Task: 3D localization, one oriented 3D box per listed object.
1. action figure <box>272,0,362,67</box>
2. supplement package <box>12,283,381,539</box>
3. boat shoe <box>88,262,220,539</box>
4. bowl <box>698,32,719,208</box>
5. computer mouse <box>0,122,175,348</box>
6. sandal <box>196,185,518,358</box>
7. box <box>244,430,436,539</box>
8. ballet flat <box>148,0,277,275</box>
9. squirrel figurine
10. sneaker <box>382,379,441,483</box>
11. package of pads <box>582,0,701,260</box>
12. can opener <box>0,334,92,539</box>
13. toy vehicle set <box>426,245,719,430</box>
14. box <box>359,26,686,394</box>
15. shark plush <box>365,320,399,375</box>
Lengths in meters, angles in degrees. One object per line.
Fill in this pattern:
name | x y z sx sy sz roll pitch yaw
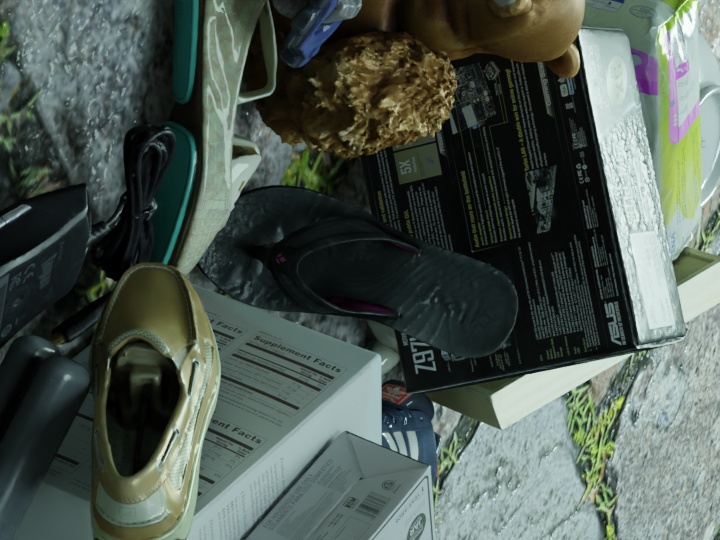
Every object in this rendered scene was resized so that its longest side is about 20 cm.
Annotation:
action figure | -0.020 -0.214 1.507 0.200 0.105 0.193 -49 155 17
supplement package | -0.102 0.133 1.597 0.200 0.150 0.153 -39 139 -44
boat shoe | -0.110 0.057 1.485 0.201 0.071 0.076 -96 -179 -47
bowl | 0.214 -0.099 2.080 0.201 0.090 0.202 -35 134 -47
computer mouse | -0.180 0.005 1.511 0.200 0.046 0.141 -43 160 -34
sandal | 0.001 -0.001 1.677 0.048 0.199 0.076 -154 -101 -80
box | -0.008 0.204 1.585 0.117 0.060 0.201 -47 145 -37
ballet flat | -0.079 -0.086 1.591 0.062 0.067 0.201 2 107 -23
squirrel figurine | 0.033 -0.142 1.639 0.201 0.186 0.142 -63 150 -15
sneaker | 0.006 0.103 1.853 0.085 0.075 0.200 -62 160 -12
package of pads | 0.154 -0.107 1.902 0.068 0.154 0.201 -45 142 -41
can opener | -0.214 0.126 1.474 0.067 0.053 0.201 22 98 -50
toy vehicle set | 0.141 0.038 1.924 0.199 0.124 0.027 -29 111 -19
box | 0.097 -0.036 1.758 0.086 0.163 0.201 -6 84 -63
shark plush | 0.062 0.007 1.906 0.200 0.091 0.084 -23 95 -48
